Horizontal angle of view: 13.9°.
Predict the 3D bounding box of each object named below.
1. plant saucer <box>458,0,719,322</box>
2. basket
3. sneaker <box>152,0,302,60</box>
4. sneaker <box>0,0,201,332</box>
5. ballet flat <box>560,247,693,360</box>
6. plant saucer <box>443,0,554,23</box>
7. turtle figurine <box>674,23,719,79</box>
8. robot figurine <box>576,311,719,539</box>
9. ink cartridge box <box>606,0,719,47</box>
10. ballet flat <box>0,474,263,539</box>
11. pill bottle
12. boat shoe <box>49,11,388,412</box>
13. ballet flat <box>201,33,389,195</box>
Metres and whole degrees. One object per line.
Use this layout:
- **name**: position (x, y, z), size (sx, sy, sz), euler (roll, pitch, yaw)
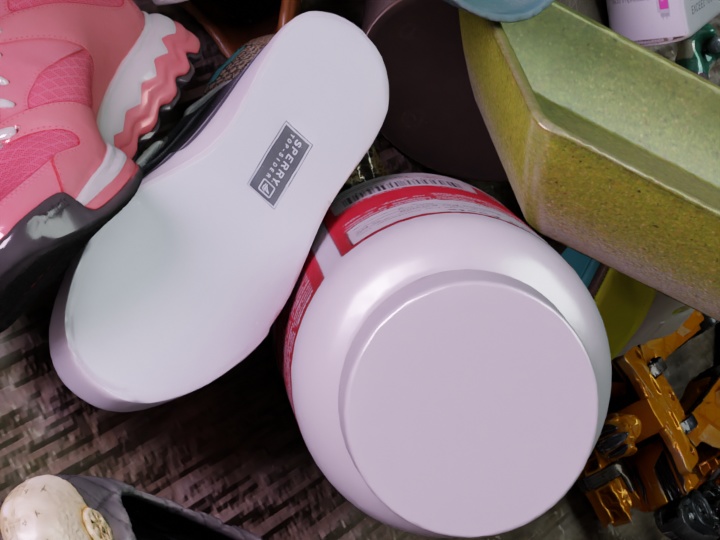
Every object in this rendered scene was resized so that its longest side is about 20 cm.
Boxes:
- **plant saucer**: position (0.126, -0.034, 1.184), size (0.199, 0.048, 0.200), euler (26, 18, -17)
- **basket**: position (0.068, -0.146, 1.361), size (0.201, 0.135, 0.181), euler (-76, 169, -46)
- **sneaker**: position (-0.070, -0.161, 1.166), size (0.200, 0.072, 0.085), euler (54, 28, -43)
- **sneaker**: position (-0.121, -0.050, 1.014), size (0.087, 0.074, 0.200), euler (40, 26, -12)
- **ballet flat**: position (0.117, -0.009, 1.281), size (0.067, 0.067, 0.200), euler (34, 35, -12)
- **plant saucer**: position (0.025, -0.192, 1.160), size (0.200, 0.036, 0.201), euler (25, 60, -51)
- **turtle figurine**: position (0.195, -0.040, 1.499), size (0.150, 0.101, 0.200), euler (38, 17, -29)
- **robot figurine**: position (0.136, 0.057, 1.366), size (0.146, 0.058, 0.200), euler (60, 25, 0)
- **ink cartridge box**: position (0.142, -0.217, 1.337), size (0.196, 0.043, 0.201), euler (-38, 122, -64)
- **ballet flat**: position (-0.048, 0.101, 0.986), size (0.200, 0.057, 0.067), euler (25, 42, -51)
- **pill bottle**: position (0.028, 0.031, 1.053), size (0.113, 0.112, 0.200), euler (56, 1, -10)
- **boat shoe**: position (-0.060, -0.016, 1.072), size (0.072, 0.068, 0.200), euler (43, 49, -14)
- **ballet flat**: position (0.000, 0.000, 1.183), size (0.201, 0.068, 0.075), euler (55, 47, -4)
